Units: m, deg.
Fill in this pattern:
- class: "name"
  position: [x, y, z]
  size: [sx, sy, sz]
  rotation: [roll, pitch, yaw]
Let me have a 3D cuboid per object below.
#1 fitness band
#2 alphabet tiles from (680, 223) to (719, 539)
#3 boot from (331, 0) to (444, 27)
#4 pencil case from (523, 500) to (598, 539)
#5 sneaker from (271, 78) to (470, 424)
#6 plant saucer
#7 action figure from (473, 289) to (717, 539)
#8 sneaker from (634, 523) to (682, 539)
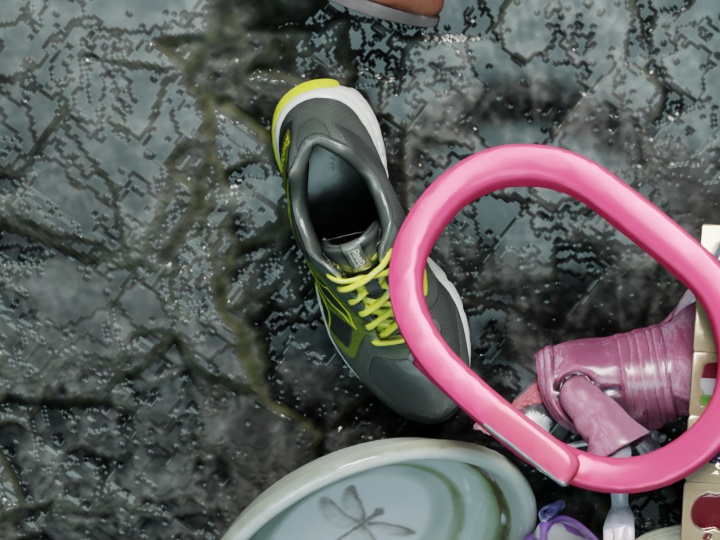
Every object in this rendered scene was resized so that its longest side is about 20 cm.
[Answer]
- class: "fitness band"
  position: [0.108, 0.025, 1.315]
  size: [0.200, 0.037, 0.144]
  rotation: [40, 86, 10]
- class: "alphabet tiles"
  position: [0.269, 0.066, 1.319]
  size: [0.200, 0.008, 0.167]
  rotation: [5, 82, 1]
- class: "boot"
  position: [0.004, -0.244, 1.315]
  size: [0.188, 0.068, 0.200]
  rotation: [33, 99, -2]
- class: "pencil case"
  position: [0.071, 0.223, 1.429]
  size: [0.084, 0.085, 0.200]
  rotation: [44, 113, 7]
- class: "sneaker"
  position: [0.000, 0.000, 1.372]
  size: [0.074, 0.085, 0.200]
  rotation: [-23, 105, 10]
- class: "plant saucer"
  position: [-0.003, 0.149, 1.415]
  size: [0.200, 0.050, 0.200]
  rotation: [-15, 139, -14]
- class: "action figure"
  position: [0.156, 0.054, 1.361]
  size: [0.200, 0.134, 0.149]
  rotation: [-11, 109, 0]
- class: "sneaker"
  position: [0.195, 0.173, 1.387]
  size: [0.077, 0.200, 0.111]
  rotation: [34, 144, 27]
